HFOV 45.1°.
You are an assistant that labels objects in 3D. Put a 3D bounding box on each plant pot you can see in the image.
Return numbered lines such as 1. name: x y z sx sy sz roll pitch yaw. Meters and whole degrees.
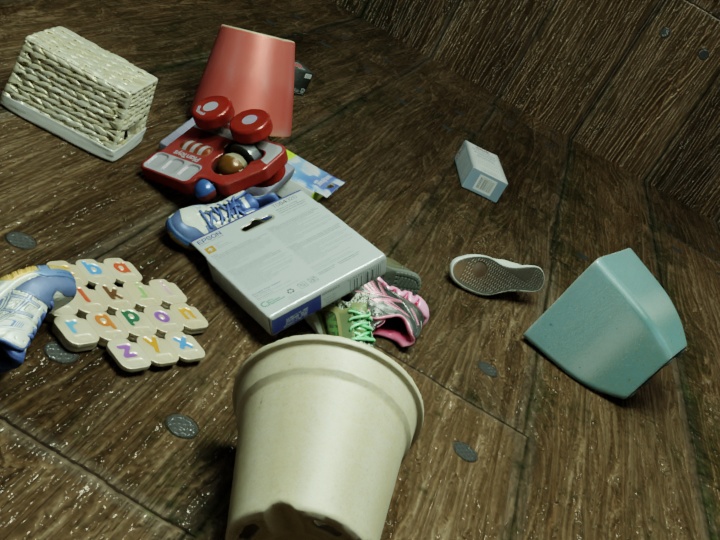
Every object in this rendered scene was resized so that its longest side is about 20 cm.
1. plant pot: 0.447 0.106 1.515 0.200 0.196 0.196 49 29 18
2. plant pot: -0.211 -0.361 1.642 0.200 0.177 0.200 12 14 -3
3. plant pot: -0.045 0.196 0.827 0.200 0.200 0.184 25 37 -10

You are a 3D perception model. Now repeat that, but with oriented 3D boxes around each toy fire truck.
1. toy fire truck: -0.221 -0.171 1.351 0.200 0.112 0.168 24 55 31

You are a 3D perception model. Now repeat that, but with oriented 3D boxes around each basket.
1. basket: -0.437 -0.283 1.373 0.200 0.123 0.136 29 25 -4

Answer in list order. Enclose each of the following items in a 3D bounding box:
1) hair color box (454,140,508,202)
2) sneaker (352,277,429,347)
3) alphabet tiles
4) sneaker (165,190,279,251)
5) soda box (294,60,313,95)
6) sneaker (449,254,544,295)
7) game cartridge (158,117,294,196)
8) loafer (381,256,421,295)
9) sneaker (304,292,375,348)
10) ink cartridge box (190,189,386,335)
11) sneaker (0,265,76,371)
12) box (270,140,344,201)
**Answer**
1. hair color box: 0.301 -0.252 2.184 0.099 0.061 0.200 24 26 -12
2. sneaker: 0.008 0.051 1.286 0.200 0.079 0.095 25 36 -6
3. alphabet tiles: -0.281 0.050 1.031 0.196 0.015 0.200 44 28 28
4. sneaker: -0.198 -0.084 1.277 0.075 0.088 0.200 55 33 14
5. soda box: -0.210 -0.468 2.045 0.200 0.063 0.071 -1 39 -49
6. sneaker: 0.241 0.011 1.632 0.200 0.073 0.085 9 0 -26
7. game cartridge: -0.225 -0.192 1.482 0.200 0.038 0.130 33 52 8
8. loafer: 0.000 0.000 1.379 0.200 0.075 0.070 21 14 -29
9. sneaker: -0.013 0.074 1.185 0.077 0.089 0.200 6 34 -41
10. ink cartridge box: -0.101 -0.017 1.209 0.196 0.043 0.200 -28 47 -27
11. sneaker: -0.355 0.060 0.867 0.088 0.075 0.200 47 34 9
12. box: -0.139 -0.178 1.582 0.200 0.048 0.122 30 25 4
